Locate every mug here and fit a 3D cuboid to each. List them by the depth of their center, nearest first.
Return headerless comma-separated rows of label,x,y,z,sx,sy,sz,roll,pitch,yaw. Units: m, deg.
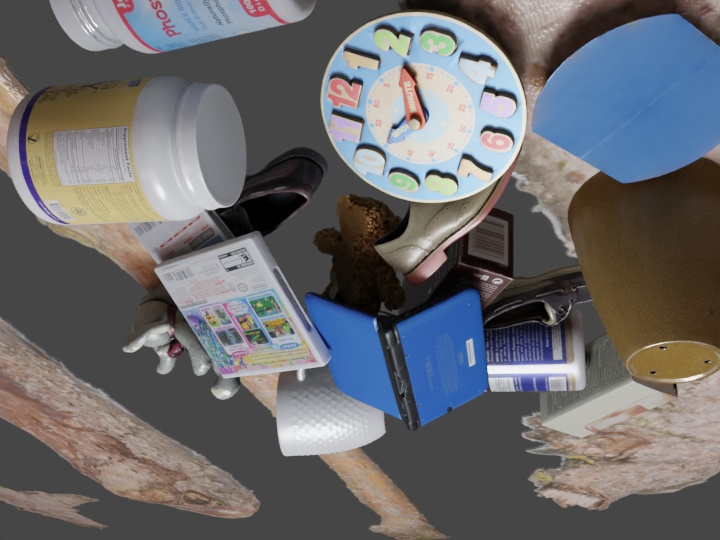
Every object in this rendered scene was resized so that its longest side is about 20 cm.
mug,-0.048,0.217,1.196,0.175,0.148,0.200,-4,115,3

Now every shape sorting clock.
shape sorting clock,0.057,-0.147,0.668,0.200,0.039,0.200,13,133,15

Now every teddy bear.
teddy bear,0.000,0.000,0.873,0.067,0.200,0.145,-13,-158,-41

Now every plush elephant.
plush elephant,-0.264,0.092,1.030,0.155,0.165,0.200,-14,113,8

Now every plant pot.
plant pot,0.324,0.012,0.755,0.186,0.200,0.186,6,146,4

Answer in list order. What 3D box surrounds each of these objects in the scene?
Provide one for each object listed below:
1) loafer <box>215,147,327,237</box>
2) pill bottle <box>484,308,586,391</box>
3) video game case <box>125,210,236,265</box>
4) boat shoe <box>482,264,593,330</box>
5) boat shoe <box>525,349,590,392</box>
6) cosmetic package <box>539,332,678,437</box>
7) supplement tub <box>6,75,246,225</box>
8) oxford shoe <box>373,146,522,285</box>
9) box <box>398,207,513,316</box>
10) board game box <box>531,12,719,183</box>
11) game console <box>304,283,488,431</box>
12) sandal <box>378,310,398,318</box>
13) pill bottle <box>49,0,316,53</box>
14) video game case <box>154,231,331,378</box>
loafer,-0.118,-0.076,0.833,0.072,0.063,0.200,32,139,-29
pill bottle,0.215,0.114,0.999,0.200,0.116,0.116,-3,144,16
video game case,-0.203,-0.011,0.903,0.143,0.018,0.200,-27,104,41
boat shoe,0.242,0.041,0.910,0.200,0.065,0.072,-7,145,0
boat shoe,0.247,0.146,1.077,0.200,0.072,0.068,-18,139,32
cosmetic package,0.370,0.171,1.064,0.087,0.103,0.200,22,145,-18
supplement tub,-0.233,-0.121,0.717,0.200,0.145,0.145,-2,145,13
oxford shoe,0.092,-0.074,0.751,0.075,0.070,0.200,35,109,-10
box,0.115,0.011,0.884,0.075,0.100,0.200,16,144,-10
board game box,0.261,-0.165,0.655,0.200,0.039,0.158,21,139,-27
game console,0.049,0.088,0.847,0.171,0.118,0.200,-25,135,-11
sandal,0.034,0.083,1.019,0.200,0.043,0.076,14,138,39
pill bottle,-0.144,-0.237,0.563,0.200,0.109,0.109,-6,143,19
video game case,-0.152,0.051,0.881,0.200,0.024,0.182,-13,113,40
